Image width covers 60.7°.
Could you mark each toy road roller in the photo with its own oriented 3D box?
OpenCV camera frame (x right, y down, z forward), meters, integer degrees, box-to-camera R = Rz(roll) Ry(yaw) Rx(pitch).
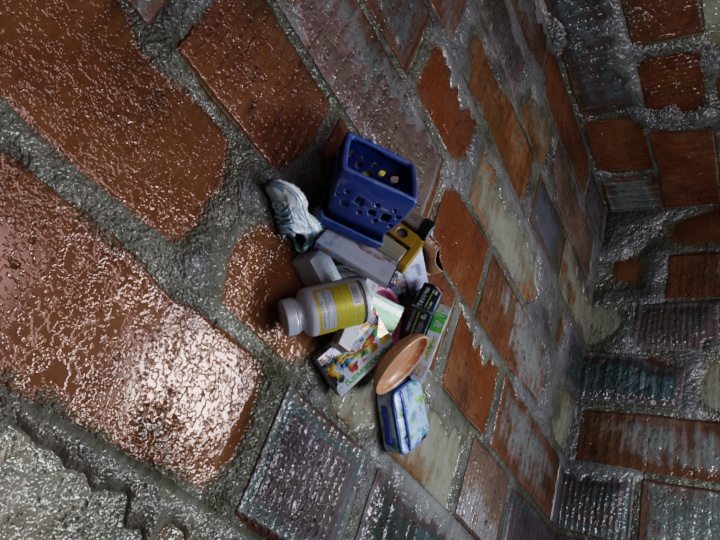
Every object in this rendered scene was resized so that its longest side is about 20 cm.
[{"bbox_3d":[0.100,-0.072,1.628,0.200,0.122,0.146,-50,170,-27],"label":"toy road roller"}]

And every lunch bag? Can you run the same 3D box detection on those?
[{"bbox_3d":[0.121,0.414,1.765,0.160,0.082,0.202,-18,102,-51],"label":"lunch bag"}]

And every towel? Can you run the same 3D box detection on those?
[{"bbox_3d":[0.020,0.159,1.594,0.152,0.023,0.202,28,82,-31],"label":"towel"}]

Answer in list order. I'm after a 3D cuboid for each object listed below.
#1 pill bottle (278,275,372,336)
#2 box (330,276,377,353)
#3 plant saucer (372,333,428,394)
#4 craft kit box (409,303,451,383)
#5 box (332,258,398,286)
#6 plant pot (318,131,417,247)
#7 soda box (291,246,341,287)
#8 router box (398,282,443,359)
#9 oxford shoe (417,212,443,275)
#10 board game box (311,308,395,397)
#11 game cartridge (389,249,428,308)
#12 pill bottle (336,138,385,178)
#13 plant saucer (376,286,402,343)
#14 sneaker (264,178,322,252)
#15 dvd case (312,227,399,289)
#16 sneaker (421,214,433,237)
[{"bbox_3d":[-0.081,0.085,1.398,0.198,0.111,0.113,-12,100,-20],"label":"pill bottle"},{"bbox_3d":[-0.013,0.105,1.506,0.041,0.039,0.201,37,60,-24],"label":"box"},{"bbox_3d":[0.101,0.241,1.626,0.200,0.037,0.201,-39,155,-22],"label":"plant saucer"},{"bbox_3d":[0.209,0.210,1.810,0.200,0.048,0.199,-27,135,-75],"label":"craft kit box"},{"bbox_3d":[0.000,0.000,1.585,0.199,0.109,0.035,26,70,-52],"label":"box"},{"bbox_3d":[0.010,-0.184,1.481,0.199,0.180,0.201,23,32,-14],"label":"plant pot"},{"bbox_3d":[-0.088,0.036,1.500,0.068,0.063,0.201,-53,129,-39],"label":"soda box"},{"bbox_3d":[0.164,0.154,1.750,0.150,0.062,0.202,-50,159,-58],"label":"router box"},{"bbox_3d":[0.196,-0.082,1.793,0.071,0.071,0.202,-44,120,-47],"label":"oxford shoe"},{"bbox_3d":[-0.013,0.203,1.546,0.200,0.035,0.127,-40,116,-20],"label":"board game box"},{"bbox_3d":[0.130,0.012,1.769,0.129,0.038,0.202,-27,121,-22],"label":"game cartridge"},{"bbox_3d":[0.018,-0.235,1.622,0.111,0.110,0.201,-49,128,-44],"label":"pill bottle"},{"bbox_3d":[0.044,0.143,1.692,0.200,0.050,0.203,2,87,-55],"label":"plant saucer"},{"bbox_3d":[-0.157,-0.122,1.399,0.200,0.077,0.087,54,51,-38],"label":"sneaker"},{"bbox_3d":[-0.007,-0.038,1.453,0.018,0.199,0.143,-60,179,26],"label":"dvd case"},{"bbox_3d":[0.175,-0.073,1.866,0.077,0.075,0.202,2,86,-59],"label":"sneaker"}]
